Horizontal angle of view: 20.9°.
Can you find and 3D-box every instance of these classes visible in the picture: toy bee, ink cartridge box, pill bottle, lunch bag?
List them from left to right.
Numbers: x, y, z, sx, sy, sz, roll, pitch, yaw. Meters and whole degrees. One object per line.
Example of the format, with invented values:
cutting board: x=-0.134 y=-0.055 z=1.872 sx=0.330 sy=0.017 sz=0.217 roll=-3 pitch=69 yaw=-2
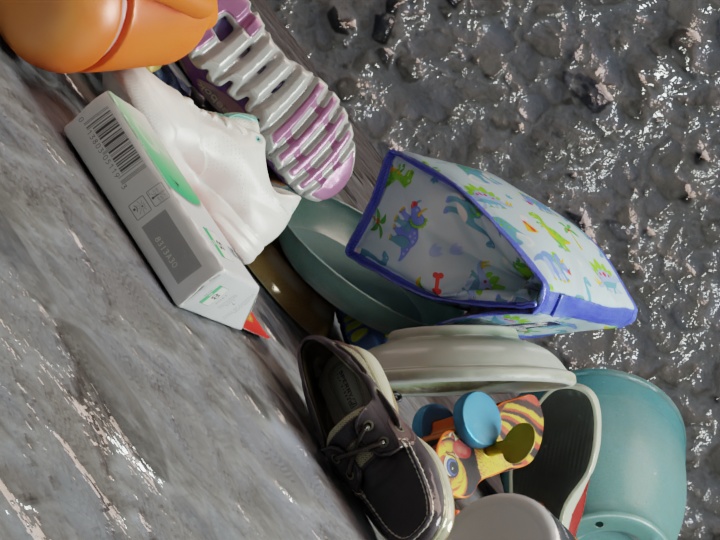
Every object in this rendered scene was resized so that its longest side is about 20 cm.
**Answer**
ink cartridge box: x=-0.123 y=-0.035 z=1.419 sx=0.161 sy=0.050 sz=0.200 roll=55 pitch=9 yaw=16
toy bee: x=0.075 y=0.159 z=1.621 sx=0.131 sy=0.200 sz=0.109 roll=148 pitch=-63 yaw=-64
lunch bag: x=0.118 y=-0.006 z=1.652 sx=0.200 sy=0.127 sz=0.170 roll=28 pitch=11 yaw=34
pill bottle: x=0.142 y=0.255 z=1.490 sx=0.200 sy=0.106 sz=0.106 roll=46 pitch=10 yaw=-48

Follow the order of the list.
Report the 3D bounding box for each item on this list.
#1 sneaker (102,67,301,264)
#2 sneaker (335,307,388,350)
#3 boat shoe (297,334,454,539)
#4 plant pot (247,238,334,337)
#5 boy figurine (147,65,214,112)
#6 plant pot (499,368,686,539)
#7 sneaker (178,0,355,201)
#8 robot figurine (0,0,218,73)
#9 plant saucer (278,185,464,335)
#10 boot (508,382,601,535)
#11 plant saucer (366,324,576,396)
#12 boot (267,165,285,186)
sneaker: x=-0.122 y=-0.103 z=1.531 sx=0.200 sy=0.088 sz=0.075 roll=53 pitch=-14 yaw=-30
sneaker: x=0.010 y=0.054 z=1.796 sx=0.200 sy=0.071 sz=0.083 roll=-100 pitch=-178 yaw=-66
boat shoe: x=0.003 y=0.123 z=1.401 sx=0.065 sy=0.072 sz=0.200 roll=29 pitch=25 yaw=-43
plant pot: x=-0.081 y=-0.025 z=1.736 sx=0.200 sy=0.027 sz=0.200 roll=52 pitch=6 yaw=-8
boy figurine: x=-0.198 y=-0.183 z=1.592 sx=0.200 sy=0.064 sz=0.124 roll=47 pitch=9 yaw=-36
plant pot: x=0.237 y=0.234 z=1.954 sx=0.200 sy=0.200 sz=0.188 roll=49 pitch=23 yaw=-28
sneaker: x=-0.085 y=-0.142 z=1.609 sx=0.200 sy=0.080 sz=0.088 roll=52 pitch=-23 yaw=-12
robot figurine: x=-0.184 y=-0.202 z=1.407 sx=0.144 sy=0.117 sz=0.200 roll=43 pitch=30 yaw=21
plant saucer: x=0.000 y=0.000 z=1.702 sx=0.200 sy=0.036 sz=0.200 roll=31 pitch=18 yaw=-12
boot: x=0.174 y=0.201 z=1.753 sx=0.072 sy=0.200 sz=0.144 roll=13 pitch=-4 yaw=14
plant saucer: x=0.076 y=0.074 z=1.603 sx=0.200 sy=0.200 sz=0.050 roll=27 pitch=60 yaw=-75
boot: x=-0.115 y=-0.178 z=2.111 sx=0.200 sy=0.068 sz=0.188 roll=56 pitch=7 yaw=18
